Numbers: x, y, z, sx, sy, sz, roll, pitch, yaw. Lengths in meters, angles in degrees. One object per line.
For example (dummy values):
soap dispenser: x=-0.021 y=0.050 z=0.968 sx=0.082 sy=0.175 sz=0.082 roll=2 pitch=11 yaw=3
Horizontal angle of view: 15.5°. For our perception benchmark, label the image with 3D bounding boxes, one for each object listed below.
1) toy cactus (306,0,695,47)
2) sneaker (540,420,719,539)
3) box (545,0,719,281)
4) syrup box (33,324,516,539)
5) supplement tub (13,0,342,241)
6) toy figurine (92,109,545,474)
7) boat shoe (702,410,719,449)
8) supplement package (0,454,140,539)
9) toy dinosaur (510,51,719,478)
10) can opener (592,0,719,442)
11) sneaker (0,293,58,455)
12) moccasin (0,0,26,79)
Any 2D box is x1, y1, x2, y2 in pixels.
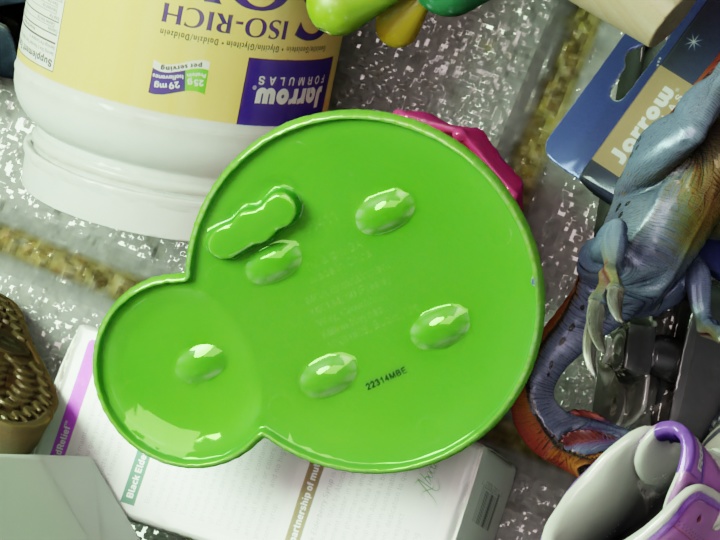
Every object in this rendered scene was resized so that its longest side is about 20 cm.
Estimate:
toy cactus: x=0.067 y=-0.152 z=1.107 sx=0.165 sy=0.102 sz=0.200 roll=43 pitch=75 yaw=13
sneaker: x=0.160 y=0.095 z=1.069 sx=0.200 sy=0.115 sz=0.073 roll=-27 pitch=46 yaw=-18
box: x=0.181 y=-0.050 z=1.126 sx=0.200 sy=0.032 sz=0.121 roll=36 pitch=90 yaw=27
syrup box: x=-0.040 y=0.092 z=1.191 sx=0.199 sy=0.079 sz=0.082 roll=17 pitch=82 yaw=17
supplement tub: x=-0.077 y=-0.126 z=1.190 sx=0.145 sy=0.145 sz=0.201 roll=16 pitch=105 yaw=17
toy figurine: x=0.000 y=0.000 z=1.151 sx=0.199 sy=0.184 sz=0.151 roll=-25 pitch=96 yaw=18
boat shoe: x=0.221 y=0.014 z=1.153 sx=0.200 sy=0.075 sz=0.093 roll=-31 pitch=60 yaw=4
supplement package: x=-0.133 y=0.187 z=1.083 sx=0.111 sy=0.156 sz=0.200 roll=-35 pitch=76 yaw=12
toy dinosaur: x=0.129 y=-0.006 z=1.096 sx=0.105 sy=0.200 sz=0.181 roll=39 pitch=112 yaw=-24
can opener: x=0.143 y=-0.021 z=1.193 sx=0.067 sy=0.053 sz=0.201 roll=13 pitch=80 yaw=-16
sneaker: x=-0.189 y=0.069 z=1.193 sx=0.067 sy=0.200 sz=0.090 roll=28 pitch=100 yaw=-18
moccasin: x=-0.176 y=-0.125 z=1.274 sx=0.199 sy=0.080 sz=0.068 roll=-25 pitch=78 yaw=9
